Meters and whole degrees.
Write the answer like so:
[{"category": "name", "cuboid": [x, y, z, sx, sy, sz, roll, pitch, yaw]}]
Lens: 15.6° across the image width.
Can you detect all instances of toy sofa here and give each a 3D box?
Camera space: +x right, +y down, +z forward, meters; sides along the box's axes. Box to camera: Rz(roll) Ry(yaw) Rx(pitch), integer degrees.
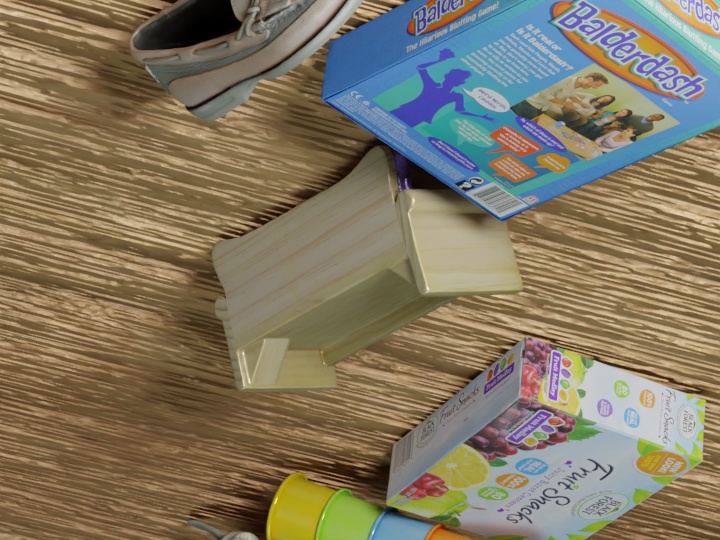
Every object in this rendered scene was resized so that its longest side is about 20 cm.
[{"category": "toy sofa", "cuboid": [0.000, 0.000, 1.609, 0.083, 0.098, 0.200, 1, 159, -41]}]

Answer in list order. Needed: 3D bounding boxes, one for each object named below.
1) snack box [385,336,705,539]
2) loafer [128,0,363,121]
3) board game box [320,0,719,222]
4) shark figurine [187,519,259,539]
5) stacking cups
[{"category": "snack box", "cuboid": [0.124, 0.125, 1.796, 0.142, 0.053, 0.200, 18, 148, -19]}, {"category": "loafer", "cuboid": [-0.057, -0.140, 1.393, 0.063, 0.072, 0.200, 29, 146, -20]}, {"category": "board game box", "cuboid": [0.102, -0.108, 1.429, 0.200, 0.045, 0.152, -22, 137, 40]}, {"category": "shark figurine", "cuboid": [-0.061, 0.252, 1.997, 0.128, 0.090, 0.214, 9, 168, 45]}, {"category": "stacking cups", "cuboid": [0.031, 0.203, 1.871, 0.199, 0.061, 0.061, 18, 154, 25]}]
